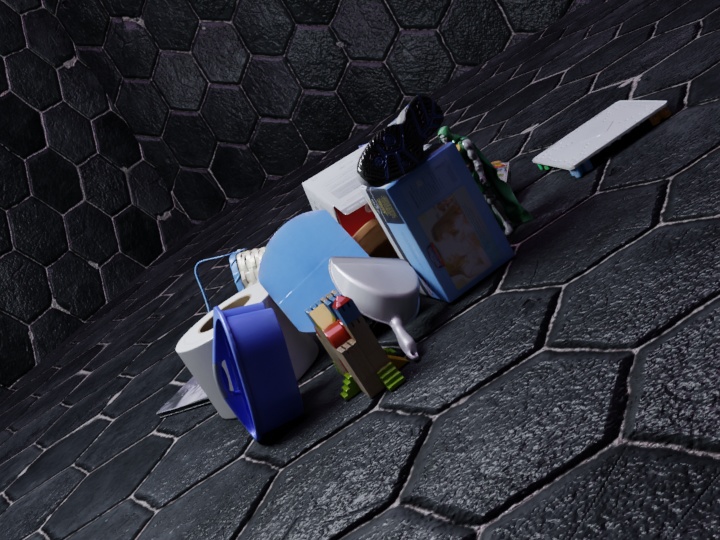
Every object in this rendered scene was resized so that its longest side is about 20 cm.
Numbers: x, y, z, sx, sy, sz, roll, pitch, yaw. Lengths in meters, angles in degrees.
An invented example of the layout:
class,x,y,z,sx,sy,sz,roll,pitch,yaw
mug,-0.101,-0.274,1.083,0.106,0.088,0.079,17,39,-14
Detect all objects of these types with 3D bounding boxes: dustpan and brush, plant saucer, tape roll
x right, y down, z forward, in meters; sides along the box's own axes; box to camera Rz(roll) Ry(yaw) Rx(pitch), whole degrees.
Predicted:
class,x,y,z,sx,sy,sz,roll,pitch,yaw
dustpan and brush,0.043,0.052,1.334,0.137,0.058,0.200,2,27,-26
plant saucer,0.000,0.000,1.602,0.201,0.037,0.201,-49,-16,-19
tape roll,-0.186,0.127,1.556,0.201,0.140,0.203,-32,13,8

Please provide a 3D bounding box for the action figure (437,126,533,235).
class,x,y,z,sx,sy,sz,roll,pitch,yaw
action figure,0.179,-0.143,1.512,0.117,0.202,0.055,-23,16,37

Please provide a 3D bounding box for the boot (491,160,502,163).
class,x,y,z,sx,sy,sz,roll,pitch,yaw
boot,0.211,-0.155,1.829,0.199,0.069,0.188,-32,4,-29

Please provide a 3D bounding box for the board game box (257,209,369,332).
class,x,y,z,sx,sy,sz,roll,pitch,yaw
board game box,-0.067,0.007,1.490,0.158,0.200,0.039,-43,-27,0

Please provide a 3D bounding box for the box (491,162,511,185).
class,x,y,z,sx,sy,sz,roll,pitch,yaw
box,0.168,-0.144,1.690,0.196,0.035,0.111,-3,37,16

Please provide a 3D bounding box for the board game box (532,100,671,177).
class,x,y,z,sx,sy,sz,roll,pitch,yaw
board game box,0.417,-0.231,1.644,0.198,0.026,0.200,-34,13,-1

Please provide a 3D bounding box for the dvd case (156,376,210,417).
class,x,y,z,sx,sy,sz,roll,pitch,yaw
dvd case,-0.278,0.207,1.752,0.198,0.016,0.149,-21,18,42

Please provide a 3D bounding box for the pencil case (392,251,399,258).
class,x,y,z,sx,sy,sz,roll,pitch,yaw
pencil case,0.046,-0.107,1.753,0.088,0.088,0.202,-30,56,9

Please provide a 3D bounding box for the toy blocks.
class,x,y,z,sx,sy,sz,roll,pitch,yaw
toy blocks,-0.021,0.091,1.304,0.099,0.138,0.200,-35,13,-10

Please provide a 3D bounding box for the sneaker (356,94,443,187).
class,x,y,z,sx,sy,sz,roll,pitch,yaw
sneaker,0.053,-0.173,1.362,0.200,0.076,0.077,-47,0,-41

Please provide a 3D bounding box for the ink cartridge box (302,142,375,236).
class,x,y,z,sx,sy,sz,roll,pitch,yaw
ink cartridge box,0.026,-0.142,1.640,0.198,0.085,0.175,-32,34,-13

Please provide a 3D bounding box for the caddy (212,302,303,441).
class,x,y,z,sx,sy,sz,roll,pitch,yaw
caddy,-0.159,0.141,1.348,0.103,0.203,0.141,-18,11,-16

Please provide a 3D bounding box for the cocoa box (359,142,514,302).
class,x,y,z,sx,sy,sz,roll,pitch,yaw
cocoa box,0.115,-0.074,1.423,0.132,0.202,0.131,-34,14,-12

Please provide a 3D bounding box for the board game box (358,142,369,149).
class,x,y,z,sx,sy,sz,roll,pitch,yaw
board game box,0.049,-0.158,1.878,0.034,0.204,0.135,-9,3,-24

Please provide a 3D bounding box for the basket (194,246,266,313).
class,x,y,z,sx,sy,sz,roll,pitch,yaw
basket,-0.219,0.043,1.874,0.197,0.179,0.139,-17,1,8
